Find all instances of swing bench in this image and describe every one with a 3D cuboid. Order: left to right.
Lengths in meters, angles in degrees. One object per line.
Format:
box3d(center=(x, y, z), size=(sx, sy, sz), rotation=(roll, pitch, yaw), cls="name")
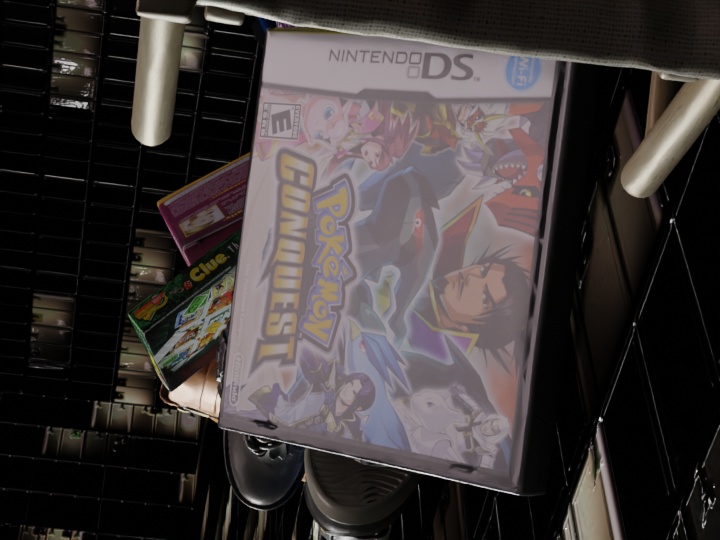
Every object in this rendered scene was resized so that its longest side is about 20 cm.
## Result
box3d(center=(0.034, -0.107, 0.541), size=(0.200, 0.199, 0.130), rotation=(146, 130, -80), cls="swing bench")

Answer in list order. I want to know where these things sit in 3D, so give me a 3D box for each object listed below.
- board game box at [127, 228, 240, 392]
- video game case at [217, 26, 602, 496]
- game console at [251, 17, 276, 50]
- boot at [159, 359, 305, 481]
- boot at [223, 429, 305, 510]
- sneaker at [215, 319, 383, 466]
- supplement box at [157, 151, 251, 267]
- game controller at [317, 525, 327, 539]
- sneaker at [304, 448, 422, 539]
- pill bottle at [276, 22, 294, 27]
box3d(center=(-0.075, 0.001, 1.256), size=(0.023, 0.200, 0.105), rotation=(45, 164, 28), cls="board game box")
box3d(center=(0.017, -0.011, 0.796), size=(0.181, 0.025, 0.200), rotation=(8, 91, 38), cls="video game case")
box3d(center=(-0.045, -0.121, 1.502), size=(0.118, 0.171, 0.200), rotation=(-55, 13, 7), cls="game console")
box3d(center=(-0.095, 0.117, 1.472), size=(0.200, 0.155, 0.074), rotation=(109, 166, -58), cls="boot")
box3d(center=(-0.063, 0.093, 1.193), size=(0.174, 0.069, 0.200), rotation=(-78, -1, -79), cls="boot")
box3d(center=(0.002, 0.061, 1.018), size=(0.200, 0.086, 0.078), rotation=(17, 103, 49), cls="sneaker")
box3d(center=(-0.080, -0.026, 1.417), size=(0.103, 0.131, 0.200), rotation=(64, 175, -17), cls="supplement box")
box3d(center=(-0.016, 0.138, 1.240), size=(0.104, 0.042, 0.200), rotation=(62, -149, -69), cls="game controller")
box3d(center=(0.003, 0.143, 1.077), size=(0.200, 0.075, 0.106), rotation=(-76, -9, -72), cls="sneaker")
box3d(center=(0.001, -0.177, 1.192), size=(0.200, 0.112, 0.113), rotation=(111, 165, -61), cls="pill bottle")
